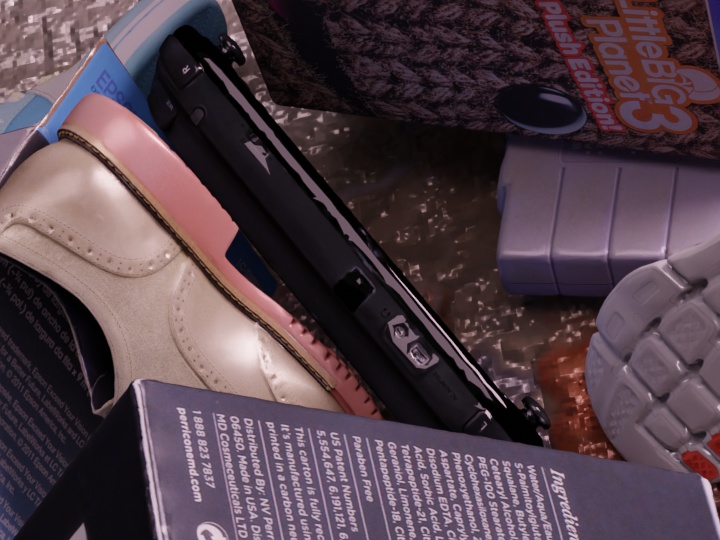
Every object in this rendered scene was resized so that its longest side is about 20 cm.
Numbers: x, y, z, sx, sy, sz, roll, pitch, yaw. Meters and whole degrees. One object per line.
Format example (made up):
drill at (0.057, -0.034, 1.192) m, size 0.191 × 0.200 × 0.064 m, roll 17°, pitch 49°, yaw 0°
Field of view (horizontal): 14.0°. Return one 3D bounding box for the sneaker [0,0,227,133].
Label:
sneaker at (-0.148, -0.046, 1.126) m, size 0.131 × 0.080 × 0.200 m, roll 23°, pitch 64°, yaw 26°

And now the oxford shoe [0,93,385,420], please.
oxford shoe at (-0.053, 0.037, 0.987) m, size 0.074 × 0.200 × 0.071 m, roll -43°, pitch 15°, yaw -16°

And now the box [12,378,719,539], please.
box at (-0.004, 0.128, 0.864) m, size 0.200 × 0.148 × 0.107 m, roll 10°, pitch 47°, yaw -29°

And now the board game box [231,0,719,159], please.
board game box at (0.056, -0.129, 1.018) m, size 0.200 × 0.159 × 0.097 m, roll 8°, pitch 59°, yaw 21°

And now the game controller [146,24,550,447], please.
game controller at (0.000, 0.000, 1.007) m, size 0.042 × 0.104 × 0.200 m, roll -41°, pitch 76°, yaw 7°

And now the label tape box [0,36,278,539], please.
label tape box at (-0.128, 0.037, 1.017) m, size 0.063 × 0.144 × 0.200 m, roll 10°, pitch 57°, yaw 36°

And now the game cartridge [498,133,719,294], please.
game cartridge at (0.124, -0.078, 1.092) m, size 0.130 × 0.038 × 0.200 m, roll -1°, pitch 56°, yaw 19°

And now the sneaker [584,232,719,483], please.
sneaker at (0.152, 0.002, 0.971) m, size 0.082 × 0.200 × 0.077 m, roll -19°, pitch 67°, yaw -43°
